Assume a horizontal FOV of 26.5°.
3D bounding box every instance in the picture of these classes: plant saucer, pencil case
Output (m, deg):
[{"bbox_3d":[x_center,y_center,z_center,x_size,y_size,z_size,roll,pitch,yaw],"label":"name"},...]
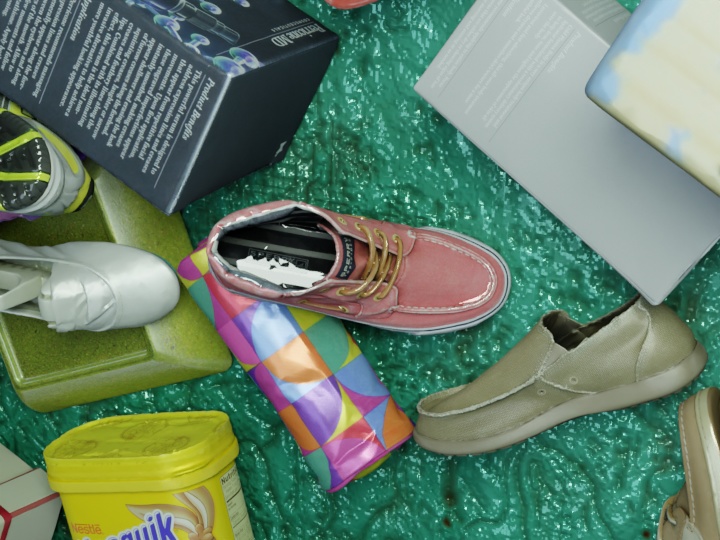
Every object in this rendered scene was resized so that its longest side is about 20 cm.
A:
[{"bbox_3d":[-0.216,0.006,1.138,0.199,0.048,0.201,-14,100,30],"label":"plant saucer"},{"bbox_3d":[-0.045,0.052,1.051,0.088,0.088,0.201,-34,87,31],"label":"pencil case"}]

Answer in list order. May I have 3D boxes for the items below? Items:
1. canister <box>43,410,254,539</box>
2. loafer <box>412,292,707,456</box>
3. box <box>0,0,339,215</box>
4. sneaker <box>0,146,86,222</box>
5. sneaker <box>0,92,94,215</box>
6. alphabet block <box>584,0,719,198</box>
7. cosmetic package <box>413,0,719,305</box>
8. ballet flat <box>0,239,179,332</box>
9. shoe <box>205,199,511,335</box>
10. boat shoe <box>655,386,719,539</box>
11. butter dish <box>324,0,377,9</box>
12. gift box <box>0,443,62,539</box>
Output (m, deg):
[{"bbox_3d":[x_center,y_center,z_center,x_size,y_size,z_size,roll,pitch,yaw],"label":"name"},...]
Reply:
[{"bbox_3d":[-0.144,0.216,1.150,0.148,0.087,0.201,-6,105,28],"label":"canister"},{"bbox_3d":[0.120,0.063,0.979,0.199,0.076,0.068,-20,96,20],"label":"loafer"},{"bbox_3d":[-0.142,-0.149,0.992,0.200,0.148,0.107,36,119,11],"label":"box"},{"bbox_3d":[-0.256,-0.059,1.058,0.088,0.081,0.200,35,76,29],"label":"sneaker"},{"bbox_3d":[-0.254,-0.089,0.997,0.200,0.076,0.076,39,96,29],"label":"sneaker"},{"bbox_3d":[0.264,-0.121,0.774,0.200,0.196,0.196,37,121,11],"label":"alphabet block"},{"bbox_3d":[0.143,-0.089,0.909,0.200,0.090,0.107,43,120,5],"label":"cosmetic package"},{"bbox_3d":[-0.223,0.014,1.078,0.199,0.069,0.070,8,110,24],"label":"ballet flat"},{"bbox_3d":[0.000,0.000,0.965,0.199,0.091,0.072,8,87,-1],"label":"shoe"},{"bbox_3d":[0.216,0.171,0.964,0.064,0.071,0.201,-5,105,27],"label":"boat shoe"},{"bbox_3d":[0.042,-0.255,0.819,0.199,0.148,0.201,-25,111,-3],"label":"butter dish"},{"bbox_3d":[-0.350,0.232,1.209,0.186,0.184,0.201,31,121,24],"label":"gift box"}]
